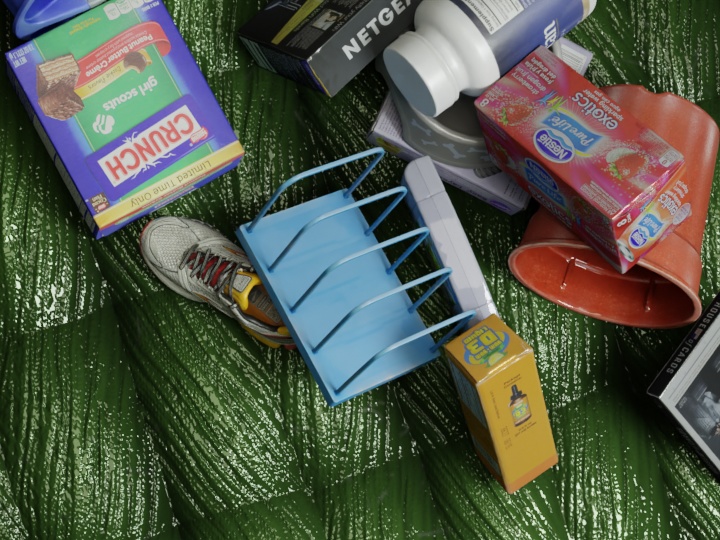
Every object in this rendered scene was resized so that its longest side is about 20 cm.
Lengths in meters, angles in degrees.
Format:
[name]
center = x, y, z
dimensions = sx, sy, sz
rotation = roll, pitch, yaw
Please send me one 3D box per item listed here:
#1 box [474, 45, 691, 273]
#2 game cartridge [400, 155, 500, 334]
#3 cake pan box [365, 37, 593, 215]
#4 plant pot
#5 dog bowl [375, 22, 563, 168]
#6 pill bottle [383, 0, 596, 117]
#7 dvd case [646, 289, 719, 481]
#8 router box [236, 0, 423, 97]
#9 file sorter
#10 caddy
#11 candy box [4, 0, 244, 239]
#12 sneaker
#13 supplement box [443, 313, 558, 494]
[box]
center = 0.209, -0.106, 1.511
dimensions = 0.095, 0.100, 0.200
rotation = -39, 57, -9
[game cartridge]
center = 0.091, -0.015, 1.618
dimensions = 0.040, 0.133, 0.201
rotation = -23, 87, -6
[cake pan box]
center = 0.127, -0.187, 1.688
dimensions = 0.183, 0.052, 0.201
rotation = 25, 80, -7
[plant pot]
center = 0.273, -0.071, 1.634
dimensions = 0.200, 0.201, 0.196
rotation = 21, 73, -6
[dog bowl]
center = 0.116, -0.208, 1.635
dimensions = 0.199, 0.059, 0.202
rotation = 1, 82, -10
[pill bottle]
center = 0.123, -0.240, 1.554
dimensions = 0.200, 0.111, 0.111
rotation = -38, 90, -12
[dvd case]
center = 0.388, 0.125, 1.653
dimensions = 0.151, 0.025, 0.200
rotation = -52, 126, -11
[router box]
center = -0.009, -0.273, 1.621
dimensions = 0.200, 0.157, 0.052
rotation = -44, 124, -11
[file sorter]
center = 0.000, 0.000, 1.553
dimensions = 0.138, 0.123, 0.201
rotation = -21, 75, -34
[caddy]
center = -0.280, -0.313, 1.591
dimensions = 0.200, 0.141, 0.105
rotation = -42, 86, -11
[candy box]
center = -0.238, -0.160, 1.611
dimensions = 0.168, 0.077, 0.201
rotation = -29, 90, -12
[sneaker]
center = -0.130, 0.005, 1.605
dimensions = 0.199, 0.082, 0.078
rotation = 30, 79, -4
[supplement box]
center = 0.141, 0.133, 1.578
dimensions = 0.066, 0.201, 0.069
rotation = -31, 51, -11
